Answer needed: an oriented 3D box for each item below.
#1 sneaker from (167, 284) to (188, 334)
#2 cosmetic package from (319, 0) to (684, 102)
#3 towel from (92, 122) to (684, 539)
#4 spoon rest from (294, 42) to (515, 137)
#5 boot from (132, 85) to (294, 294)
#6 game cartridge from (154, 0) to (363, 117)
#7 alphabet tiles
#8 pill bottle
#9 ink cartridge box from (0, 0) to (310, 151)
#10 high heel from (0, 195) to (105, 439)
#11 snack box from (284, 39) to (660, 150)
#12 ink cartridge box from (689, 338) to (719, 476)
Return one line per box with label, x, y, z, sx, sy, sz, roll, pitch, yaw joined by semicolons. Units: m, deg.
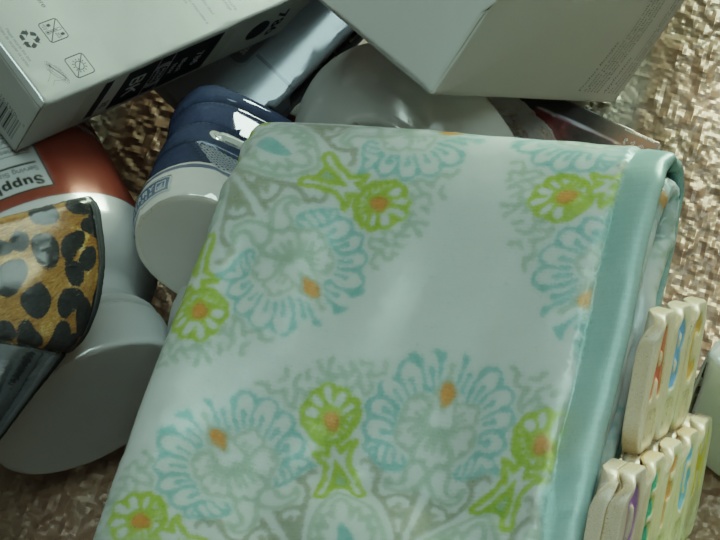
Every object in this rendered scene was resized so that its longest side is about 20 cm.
sneaker;-0.003;0.095;0.818;0.200;0.074;0.116;32;60;-10
cosmetic package;0.074;-0.138;0.921;0.085;0.108;0.200;42;19;21
towel;0.011;0.036;0.740;0.171;0.048;0.201;8;60;21
spoon rest;0.052;-0.017;0.923;0.200;0.099;0.061;44;31;10
boot;0.000;0.000;0.884;0.200;0.073;0.090;36;34;-19
game cartridge;-0.035;-0.163;0.969;0.133;0.040;0.200;44;82;5
alphabet tiles;0.100;0.108;0.763;0.015;0.200;0.196;11;95;17
pill bottle;-0.153;-0.020;0.886;0.112;0.112;0.200;-22;61;-17
ink cartridge box;-0.094;-0.129;0.897;0.200;0.039;0.100;-29;77;-40
high heel;-0.198;-0.010;0.787;0.200;0.071;0.143;35;89;2
snack box;0.033;-0.068;0.982;0.199;0.024;0.072;26;61;13
ink cartridge box;0.253;0.035;0.895;0.146;0.085;0.200;39;64;20
